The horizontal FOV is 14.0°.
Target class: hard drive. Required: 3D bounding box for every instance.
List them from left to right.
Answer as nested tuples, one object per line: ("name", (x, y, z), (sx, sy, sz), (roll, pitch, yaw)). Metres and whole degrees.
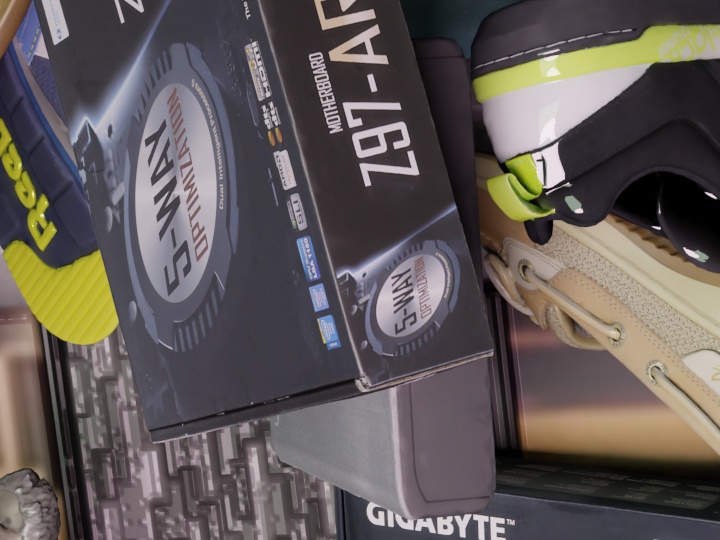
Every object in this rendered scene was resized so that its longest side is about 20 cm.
("hard drive", (0.000, 0.000, 0.948), (0.033, 0.200, 0.140), (-5, 92, -12))

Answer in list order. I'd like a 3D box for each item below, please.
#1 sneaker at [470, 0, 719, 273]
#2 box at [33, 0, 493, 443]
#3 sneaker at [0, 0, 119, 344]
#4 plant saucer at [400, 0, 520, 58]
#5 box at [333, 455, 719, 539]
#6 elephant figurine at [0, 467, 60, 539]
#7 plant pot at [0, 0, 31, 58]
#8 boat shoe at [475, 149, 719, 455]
("sneaker", (0.110, -0.039, 0.905), (0.072, 0.199, 0.083), (-17, 78, 52))
("box", (-0.039, -0.058, 0.849), (0.160, 0.043, 0.201), (-16, 88, 64))
("sneaker", (-0.102, -0.068, 1.045), (0.074, 0.082, 0.201), (-42, 65, 49))
("plant saucer", (0.062, -0.095, 0.908), (0.199, 0.200, 0.028), (-4, 85, 21))
("box", (0.084, 0.149, 0.994), (0.199, 0.046, 0.160), (5, 103, 39))
("elephant figurine", (-0.132, 0.174, 1.069), (0.155, 0.141, 0.201), (13, 81, 59))
("plant pot", (-0.180, -0.103, 1.016), (0.199, 0.027, 0.201), (-15, 59, 27))
("boat shoe", (0.092, 0.018, 0.950), (0.200, 0.073, 0.063), (31, 100, 38))
